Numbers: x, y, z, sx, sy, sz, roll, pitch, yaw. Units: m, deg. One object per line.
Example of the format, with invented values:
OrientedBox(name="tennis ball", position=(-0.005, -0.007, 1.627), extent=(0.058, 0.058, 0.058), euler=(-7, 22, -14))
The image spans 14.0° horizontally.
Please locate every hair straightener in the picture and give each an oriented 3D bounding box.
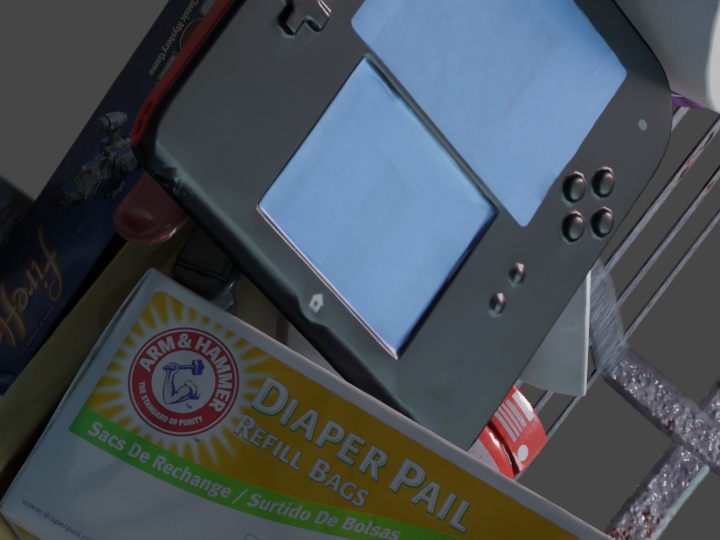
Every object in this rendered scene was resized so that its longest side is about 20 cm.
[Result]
OrientedBox(name="hair straightener", position=(-0.009, -0.070, 1.062), extent=(0.077, 0.041, 0.200), euler=(48, 65, -36))

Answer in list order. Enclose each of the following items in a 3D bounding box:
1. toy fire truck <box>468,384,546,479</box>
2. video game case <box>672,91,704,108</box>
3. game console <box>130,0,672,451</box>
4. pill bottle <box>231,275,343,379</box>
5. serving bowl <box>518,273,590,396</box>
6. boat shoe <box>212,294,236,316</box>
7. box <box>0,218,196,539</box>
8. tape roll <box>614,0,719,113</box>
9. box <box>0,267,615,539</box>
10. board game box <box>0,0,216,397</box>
OrientedBox(name="toy fire truck", position=(-0.025, 0.107, 1.240), extent=(0.141, 0.049, 0.200), euler=(-46, -163, -31))
OrientedBox(name="video game case", position=(0.161, -0.179, 1.469), extent=(0.200, 0.036, 0.182), euler=(3, 95, -78))
OrientedBox(name="game console", position=(0.024, -0.053, 1.045), extent=(0.200, 0.031, 0.177), euler=(47, 65, -36))
OrientedBox(name="pill bottle", position=(0.000, 0.000, 1.194), extent=(0.109, 0.109, 0.200), euler=(-54, -166, 8))
OrientedBox(name="serving bowl", position=(0.075, -0.044, 1.335), extent=(0.200, 0.065, 0.201), euler=(3, 90, -86))
OrientedBox(name="boat shoe", position=(-0.102, 0.074, 1.305), extent=(0.200, 0.072, 0.062), euler=(-38, 163, -21))
OrientedBox(name="box", position=(-0.126, 0.078, 1.085), extent=(0.200, 0.021, 0.164), euler=(-52, 171, -32))
OrientedBox(name="tape roll", position=(0.128, -0.181, 1.157), extent=(0.203, 0.139, 0.203), euler=(-52, 160, -28))
OrientedBox(name="box", position=(-0.016, 0.101, 1.040), extent=(0.102, 0.199, 0.113), euler=(-58, 171, -13))
OrientedBox(name="board game box", position=(-0.071, -0.045, 1.128), extent=(0.200, 0.035, 0.135), euler=(-55, 169, 12))
